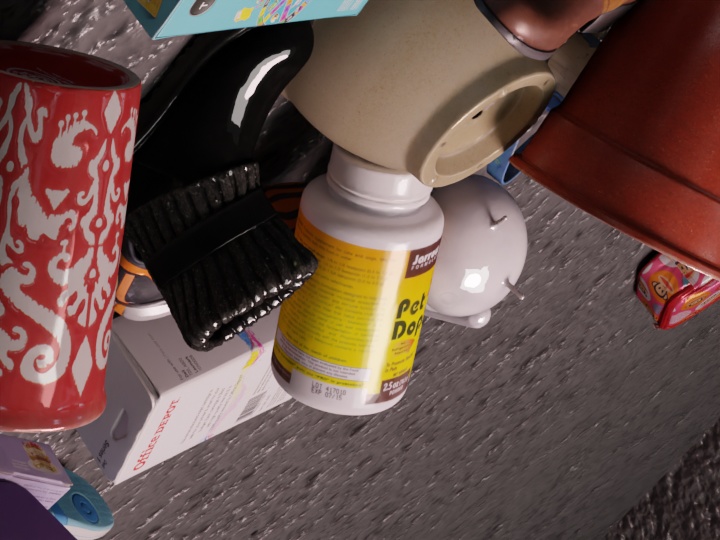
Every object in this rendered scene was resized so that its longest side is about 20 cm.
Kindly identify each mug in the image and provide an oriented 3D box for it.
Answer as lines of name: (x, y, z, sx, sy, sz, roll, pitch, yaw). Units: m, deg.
mug: (-0.217, -0.029, 1.264, 0.133, 0.177, 0.201, -50, 154, -72)

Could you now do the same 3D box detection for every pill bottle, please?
pill bottle: (0.000, 0.000, 1.639, 0.109, 0.109, 0.201, -19, 130, -45)

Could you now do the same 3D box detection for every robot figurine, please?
robot figurine: (0.053, -0.028, 1.743, 0.113, 0.200, 0.170, -43, 126, -26)

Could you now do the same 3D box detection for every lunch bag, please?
lunch bag: (0.436, -0.010, 2.721, 0.200, 0.082, 0.176, -34, 166, -6)

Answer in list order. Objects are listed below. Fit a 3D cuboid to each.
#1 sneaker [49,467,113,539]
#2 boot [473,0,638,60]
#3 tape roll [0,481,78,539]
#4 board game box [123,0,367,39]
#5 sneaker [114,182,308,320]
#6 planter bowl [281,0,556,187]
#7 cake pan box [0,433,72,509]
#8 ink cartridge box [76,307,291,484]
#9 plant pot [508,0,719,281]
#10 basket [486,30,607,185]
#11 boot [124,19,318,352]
sneaker: (-0.311, 0.232, 1.879, 0.131, 0.080, 0.200, -46, 151, 18)
boot: (0.180, -0.229, 1.423, 0.188, 0.069, 0.200, -11, 150, -51)
tape roll: (-0.296, 0.264, 1.652, 0.200, 0.085, 0.200, -37, 151, -25)
board game box: (-0.035, -0.216, 1.331, 0.200, 0.047, 0.151, -14, 151, -51)
sneaker: (-0.095, -0.033, 1.626, 0.200, 0.078, 0.112, -27, 161, -31)
planter bowl: (0.052, -0.145, 1.535, 0.200, 0.135, 0.200, -33, 161, -13)
cake pan box: (-0.352, 0.193, 1.679, 0.184, 0.052, 0.200, -45, 148, 18)
ink cartridge box: (-0.132, 0.076, 1.818, 0.200, 0.084, 0.145, -25, 158, -36)
plant pot: (0.239, -0.118, 1.564, 0.196, 0.200, 0.201, -62, 158, 8)
basket: (0.180, -0.171, 1.704, 0.200, 0.139, 0.177, -36, 160, -33)
boot: (-0.074, -0.064, 1.454, 0.211, 0.158, 0.079, -44, 161, 21)
